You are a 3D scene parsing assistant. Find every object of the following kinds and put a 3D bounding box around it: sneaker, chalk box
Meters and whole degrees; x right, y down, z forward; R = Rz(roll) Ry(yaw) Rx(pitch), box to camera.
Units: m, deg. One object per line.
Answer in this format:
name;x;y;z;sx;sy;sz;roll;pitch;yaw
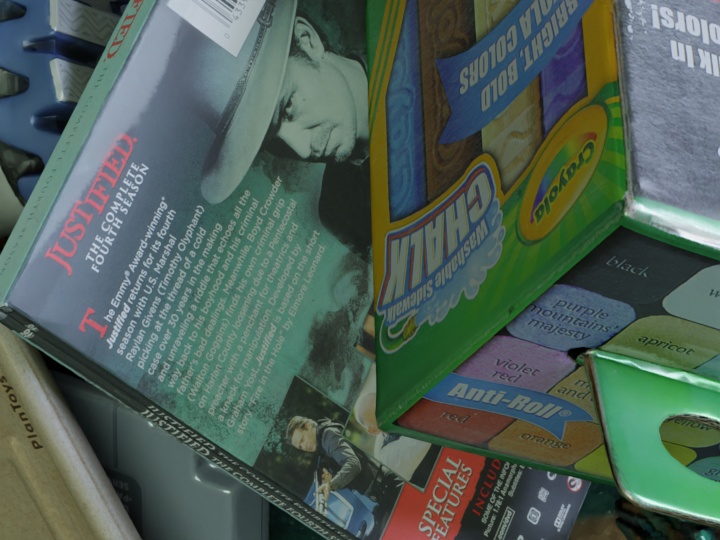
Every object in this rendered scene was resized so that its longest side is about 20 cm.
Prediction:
sneaker;-0.129;-0.092;0.847;0.115;0.080;0.201;-17;72;23
chalk box;0.082;-0.017;0.750;0.124;0.124;0.201;16;56;-25

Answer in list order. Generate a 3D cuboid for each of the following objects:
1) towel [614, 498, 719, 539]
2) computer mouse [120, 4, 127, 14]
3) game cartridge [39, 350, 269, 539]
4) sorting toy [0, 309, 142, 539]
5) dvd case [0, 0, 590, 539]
towel;0.128;0.125;0.804;0.022;0.200;0.147;-38;88;0
computer mouse;-0.066;-0.053;0.896;0.200;0.044;0.110;-34;83;18
game cartridge;-0.117;0.070;0.887;0.199;0.040;0.134;18;122;23
sorting toy;-0.147;0.053;0.854;0.199;0.036;0.186;-14;109;42
dvd case;0.000;0.000;0.822;0.200;0.022;0.147;35;68;-28
